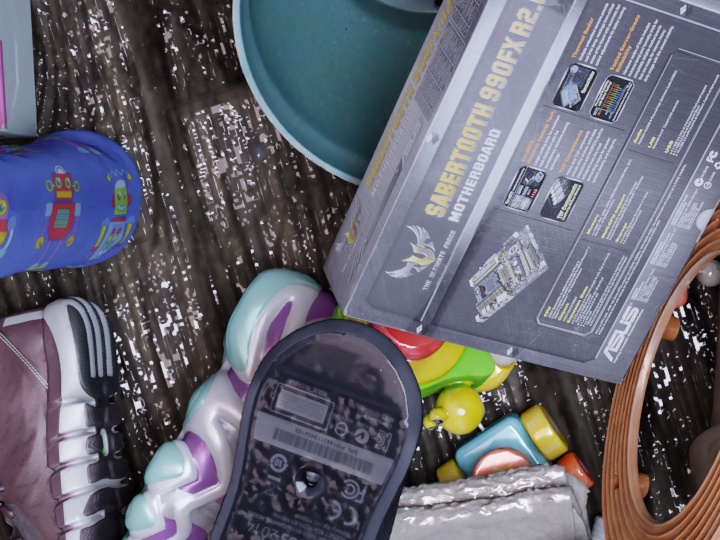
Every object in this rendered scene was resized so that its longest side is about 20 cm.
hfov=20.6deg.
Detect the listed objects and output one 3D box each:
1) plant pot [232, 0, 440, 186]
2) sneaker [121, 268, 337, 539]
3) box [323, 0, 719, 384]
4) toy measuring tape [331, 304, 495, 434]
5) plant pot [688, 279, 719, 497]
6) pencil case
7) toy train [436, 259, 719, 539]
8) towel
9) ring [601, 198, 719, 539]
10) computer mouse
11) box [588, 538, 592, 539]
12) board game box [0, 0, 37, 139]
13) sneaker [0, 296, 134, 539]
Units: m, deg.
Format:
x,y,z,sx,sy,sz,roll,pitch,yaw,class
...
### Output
x,y,z,sx,sy,sz,roll,pitch,yaw,class
0.038,-0.154,0.992,0.200,0.134,0.201,-1,122,-1,plant pot
-0.036,0.113,1.066,0.140,0.078,0.200,28,97,6,sneaker
0.093,-0.053,0.937,0.158,0.048,0.200,14,115,-21,box
0.000,0.000,1.024,0.074,0.074,0.200,-32,79,9,toy measuring tape
0.249,0.029,0.977,0.200,0.200,0.175,-11,75,9,plant pot
-0.189,-0.033,1.020,0.087,0.200,0.078,3,95,20,pencil case
0.111,0.061,1.052,0.150,0.056,0.200,5,94,8,toy train
0.028,0.167,1.047,0.200,0.035,0.133,-9,126,6,towel
0.160,0.056,0.933,0.019,0.200,0.201,15,96,-10,ring
-0.031,0.115,0.985,0.138,0.053,0.200,24,101,8,computer mouse
0.111,0.255,1.006,0.159,0.046,0.200,46,130,16,box
-0.286,-0.142,1.095,0.200,0.064,0.148,-3,93,9,board game box
-0.190,0.119,1.098,0.115,0.076,0.200,-6,82,14,sneaker
